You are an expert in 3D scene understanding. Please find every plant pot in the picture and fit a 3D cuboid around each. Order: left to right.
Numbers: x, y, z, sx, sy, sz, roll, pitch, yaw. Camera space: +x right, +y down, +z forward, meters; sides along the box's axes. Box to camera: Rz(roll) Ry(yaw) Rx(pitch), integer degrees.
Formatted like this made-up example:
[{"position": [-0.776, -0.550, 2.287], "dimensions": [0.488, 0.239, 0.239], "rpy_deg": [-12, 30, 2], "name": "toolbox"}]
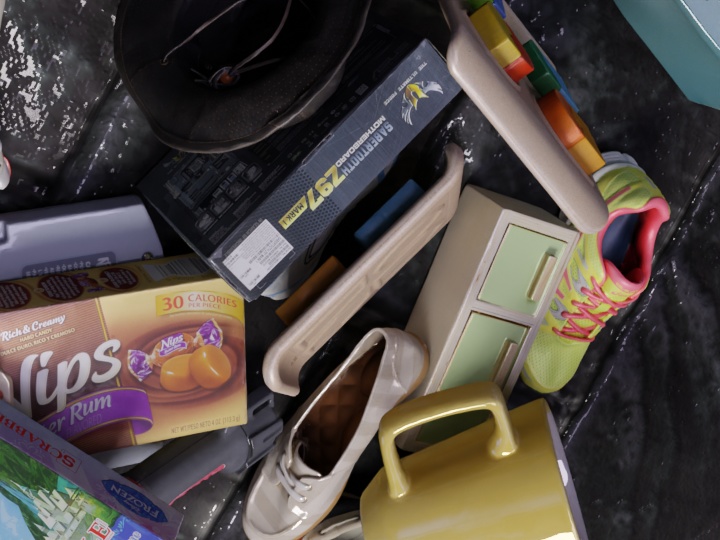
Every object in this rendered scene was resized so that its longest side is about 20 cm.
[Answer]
[{"position": [0.259, -0.231, 1.233], "dimensions": [0.141, 0.141, 0.200], "rpy_deg": [-48, 114, -1], "name": "plant pot"}]

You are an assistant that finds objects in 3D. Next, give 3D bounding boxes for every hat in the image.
[{"position": [-0.060, -0.150, 1.092], "dimensions": [0.201, 0.201, 0.081], "rpy_deg": [-51, 141, 1], "name": "hat"}]

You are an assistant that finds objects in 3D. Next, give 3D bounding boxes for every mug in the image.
[{"position": [0.078, 0.168, 1.248], "dimensions": [0.153, 0.149, 0.187], "rpy_deg": [-16, 96, 8], "name": "mug"}]

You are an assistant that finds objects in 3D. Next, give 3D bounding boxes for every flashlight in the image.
[{"position": [-0.138, 0.153, 1.197], "dimensions": [0.200, 0.068, 0.068], "rpy_deg": [-32, 109, -45], "name": "flashlight"}]

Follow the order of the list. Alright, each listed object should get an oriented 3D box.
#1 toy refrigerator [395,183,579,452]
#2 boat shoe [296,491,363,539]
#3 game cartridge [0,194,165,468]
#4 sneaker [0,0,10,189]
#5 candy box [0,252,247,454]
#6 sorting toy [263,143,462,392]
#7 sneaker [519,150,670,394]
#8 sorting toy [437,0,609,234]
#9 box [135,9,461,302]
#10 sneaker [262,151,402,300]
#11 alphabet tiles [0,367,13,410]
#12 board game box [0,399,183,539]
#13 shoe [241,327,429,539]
[{"position": [0.087, 0.044, 1.299], "dimensions": [0.076, 0.070, 0.200], "rpy_deg": [17, 102, -29], "name": "toy refrigerator"}, {"position": [0.032, 0.209, 1.345], "dimensions": [0.200, 0.063, 0.071], "rpy_deg": [6, 105, -29], "name": "boat shoe"}, {"position": [-0.195, 0.048, 1.188], "dimensions": [0.133, 0.040, 0.200], "rpy_deg": [-8, 114, -19], "name": "game cartridge"}, {"position": [-0.261, -0.098, 1.088], "dimensions": [0.093, 0.070, 0.200], "rpy_deg": [16, 101, -48], "name": "sneaker"}, {"position": [-0.179, 0.060, 1.148], "dimensions": [0.200, 0.056, 0.117], "rpy_deg": [-9, 114, -23], "name": "candy box"}, {"position": [0.000, 0.000, 1.187], "dimensions": [0.036, 0.185, 0.200], "rpy_deg": [41, 87, 5], "name": "sorting toy"}, {"position": [0.178, 0.011, 1.317], "dimensions": [0.078, 0.090, 0.200], "rpy_deg": [12, 106, -30], "name": "sneaker"}, {"position": [0.106, -0.142, 1.165], "dimensions": [0.036, 0.200, 0.185], "rpy_deg": [-32, 124, 17], "name": "sorting toy"}, {"position": [-0.045, -0.088, 1.131], "dimensions": [0.200, 0.158, 0.051], "rpy_deg": [-45, 122, -4], "name": "box"}, {"position": [-0.029, -0.072, 1.196], "dimensions": [0.072, 0.072, 0.200], "rpy_deg": [30, 94, -35], "name": "sneaker"}, {"position": [-0.319, 0.109, 1.103], "dimensions": [0.195, 0.015, 0.200], "rpy_deg": [5, 112, 8], "name": "alphabet tiles"}, {"position": [-0.250, 0.183, 1.091], "dimensions": [0.199, 0.041, 0.200], "rpy_deg": [33, 111, -7], "name": "board game box"}, {"position": [-0.028, 0.122, 1.266], "dimensions": [0.200, 0.070, 0.053], "rpy_deg": [-53, 155, 4], "name": "shoe"}]
